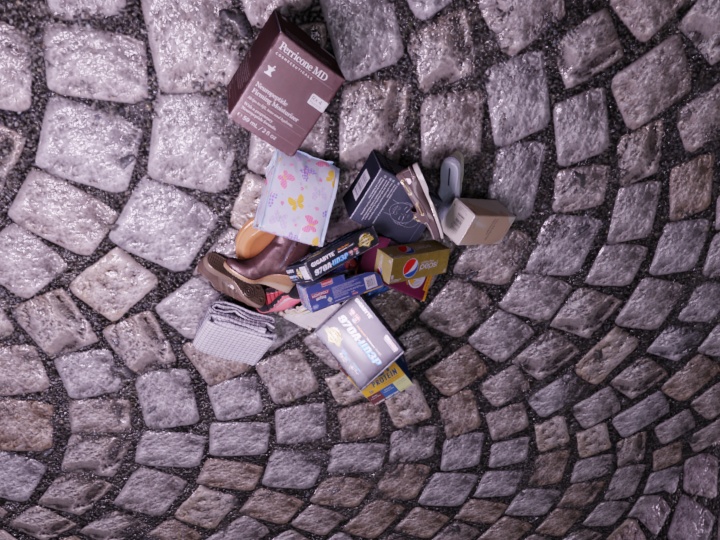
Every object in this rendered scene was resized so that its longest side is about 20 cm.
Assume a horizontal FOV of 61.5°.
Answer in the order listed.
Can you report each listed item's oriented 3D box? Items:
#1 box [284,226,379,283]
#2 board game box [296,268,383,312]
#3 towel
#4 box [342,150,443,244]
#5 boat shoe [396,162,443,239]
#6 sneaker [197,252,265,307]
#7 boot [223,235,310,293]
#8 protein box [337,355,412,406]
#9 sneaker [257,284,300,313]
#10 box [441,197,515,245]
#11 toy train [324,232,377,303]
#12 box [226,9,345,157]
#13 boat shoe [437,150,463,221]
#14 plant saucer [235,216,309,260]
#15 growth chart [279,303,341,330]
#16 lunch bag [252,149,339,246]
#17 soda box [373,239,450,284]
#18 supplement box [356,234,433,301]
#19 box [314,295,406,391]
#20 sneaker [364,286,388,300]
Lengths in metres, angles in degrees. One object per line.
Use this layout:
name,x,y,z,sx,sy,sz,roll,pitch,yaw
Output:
box,-0.070,-0.036,1.460,0.197,0.158,0.047,-30,99,-22
board game box,-0.075,0.043,1.490,0.196,0.199,0.063,-20,96,-25
towel,-0.337,0.165,1.634,0.196,0.087,0.166,17,140,-23
box,0.079,-0.175,1.506,0.197,0.108,0.150,24,116,-26
boat shoe,0.144,-0.154,1.428,0.058,0.073,0.203,-21,122,9
sneaker,-0.336,0.031,1.578,0.199,0.071,0.075,43,134,-20
boot,-0.227,-0.046,1.517,0.196,0.073,0.170,19,107,-23
protein box,0.029,0.230,1.722,0.133,0.201,0.201,-31,126,11
sneaker,-0.184,0.058,1.626,0.196,0.076,0.086,-21,164,17
box,0.305,-0.126,1.564,0.197,0.078,0.096,-5,132,-45
toy train,0.000,0.000,1.608,0.198,0.085,0.116,-35,109,12
box,-0.161,-0.387,1.261,0.164,0.166,0.201,28,115,-29
boat shoe,0.234,-0.209,1.547,0.062,0.071,0.203,-45,153,-35
plant saucer,-0.224,-0.054,1.562,0.194,0.038,0.205,-7,125,-9
growth chart,-0.116,0.123,1.670,0.196,0.018,0.144,-15,144,30
lunch bag,-0.149,-0.175,1.437,0.165,0.127,0.206,14,90,-20
soda box,0.130,-0.024,1.502,0.196,0.064,0.070,-11,120,-37
supplement box,0.098,-0.007,1.584,0.197,0.085,0.113,23,88,-40
box,0.000,0.180,1.562,0.158,0.046,0.201,-41,82,11
sneaker,0.036,0.054,1.682,0.078,0.067,0.201,28,113,-35
